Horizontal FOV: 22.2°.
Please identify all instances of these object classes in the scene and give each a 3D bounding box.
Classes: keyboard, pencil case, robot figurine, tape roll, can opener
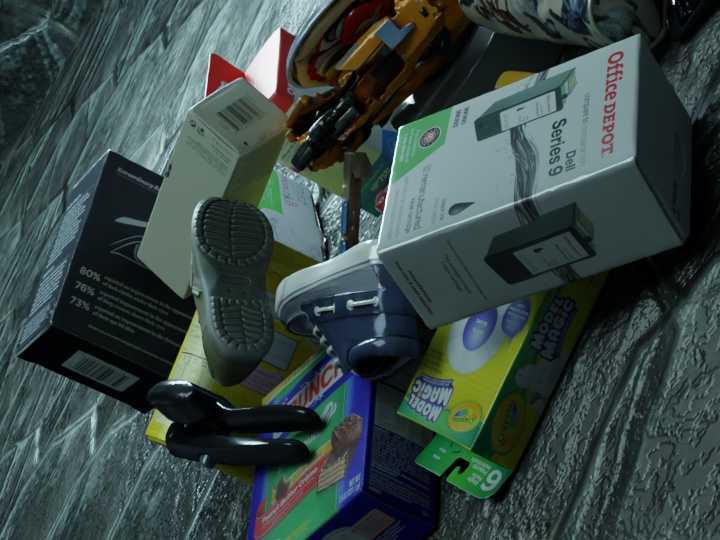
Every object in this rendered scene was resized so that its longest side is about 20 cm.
[{"bbox_3d":[0.249,-0.268,1.399,0.104,0.039,0.201,-50,25,32],"label":"keyboard"},{"bbox_3d":[0.152,-0.221,1.433,0.078,0.090,0.199,-50,32,-11],"label":"pencil case"},{"bbox_3d":[0.012,-0.164,1.565,0.200,0.058,0.145,-46,-9,24],"label":"robot figurine"},{"bbox_3d":[0.105,-0.197,1.621,0.201,0.066,0.201,-50,23,31],"label":"tape roll"},{"bbox_3d":[-0.102,0.133,1.491,0.199,0.078,0.064,5,74,50],"label":"can opener"}]

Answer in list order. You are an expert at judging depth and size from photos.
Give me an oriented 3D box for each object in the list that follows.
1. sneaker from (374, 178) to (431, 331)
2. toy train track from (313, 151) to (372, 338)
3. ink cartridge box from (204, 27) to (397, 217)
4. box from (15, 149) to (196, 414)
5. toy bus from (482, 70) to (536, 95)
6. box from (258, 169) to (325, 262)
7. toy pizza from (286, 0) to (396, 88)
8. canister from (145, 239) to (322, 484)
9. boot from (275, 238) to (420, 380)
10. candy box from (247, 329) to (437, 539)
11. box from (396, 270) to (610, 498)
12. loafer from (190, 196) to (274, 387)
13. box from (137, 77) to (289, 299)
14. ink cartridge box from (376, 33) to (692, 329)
[{"bbox_3d":[0.052,-0.024,1.527,0.112,0.071,0.201,-28,33,52],"label":"sneaker"},{"bbox_3d":[0.000,0.000,1.575,0.032,0.114,0.202,4,96,25],"label":"toy train track"},{"bbox_3d":[-0.047,-0.149,1.732,0.067,0.199,0.117,-48,25,30],"label":"ink cartridge box"},{"bbox_3d":[-0.226,0.011,1.776,0.104,0.147,0.202,-34,34,54],"label":"box"},{"bbox_3d":[0.105,-0.051,1.420,0.201,0.078,0.065,-64,23,-4],"label":"toy bus"},{"bbox_3d":[-0.118,0.015,1.857,0.177,0.096,0.201,-56,22,23],"label":"box"},{"bbox_3d":[0.018,-0.223,1.601,0.200,0.032,0.200,-38,-12,-10],"label":"toy pizza"},{"bbox_3d":[-0.092,0.082,1.637,0.086,0.148,0.202,1,67,66],"label":"canister"},{"bbox_3d":[-0.014,0.044,1.415,0.200,0.072,0.091,148,128,-61],"label":"boot"},{"bbox_3d":[-0.013,0.150,1.461,0.169,0.077,0.201,-43,27,36],"label":"candy box"},{"bbox_3d":[0.099,0.059,1.333,0.117,0.048,0.202,19,84,61],"label":"box"},{"bbox_3d":[-0.114,0.016,1.530,0.201,0.074,0.070,-94,22,-48],"label":"loafer"},{"bbox_3d":[-0.134,-0.073,1.663,0.082,0.068,0.201,-37,-18,-43],"label":"box"},{"bbox_3d":[0.122,-0.062,1.269,0.198,0.084,0.147,-20,36,25],"label":"ink cartridge box"}]
